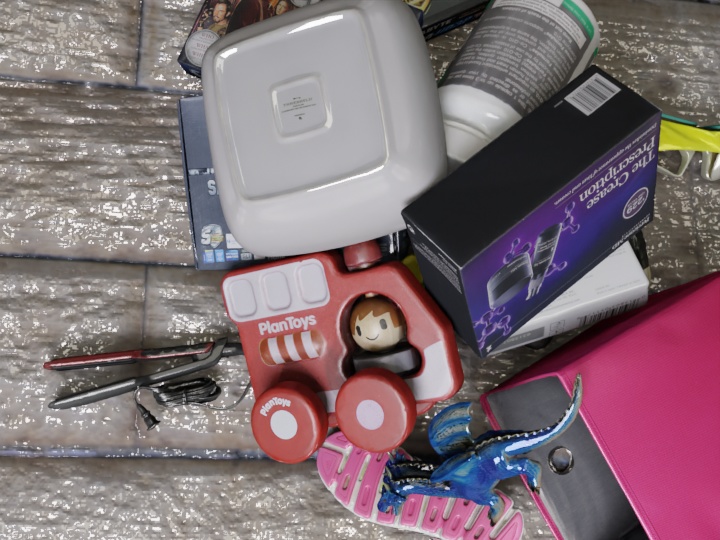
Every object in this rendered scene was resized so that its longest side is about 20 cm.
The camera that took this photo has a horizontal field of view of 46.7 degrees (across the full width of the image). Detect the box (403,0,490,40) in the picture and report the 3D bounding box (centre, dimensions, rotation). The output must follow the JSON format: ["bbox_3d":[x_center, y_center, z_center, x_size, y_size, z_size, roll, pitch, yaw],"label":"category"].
[{"bbox_3d":[0.079,-0.341,0.898,0.198,0.046,0.160,-26,85,-14],"label":"box"}]

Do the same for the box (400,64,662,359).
[{"bbox_3d":[0.142,-0.044,0.673,0.199,0.142,0.079,-37,57,-9],"label":"box"}]

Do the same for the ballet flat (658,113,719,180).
[{"bbox_3d":[0.366,-0.133,0.906,0.197,0.067,0.068,6,98,-6],"label":"ballet flat"}]

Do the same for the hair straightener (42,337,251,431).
[{"bbox_3d":[-0.184,0.108,0.765,0.197,0.041,0.078,-6,79,-16],"label":"hair straightener"}]

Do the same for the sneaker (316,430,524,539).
[{"bbox_3d":[0.053,0.209,0.767,0.198,0.088,0.074,17,73,17],"label":"sneaker"}]

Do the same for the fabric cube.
[{"bbox_3d":[0.260,0.141,0.753,0.198,0.200,0.198,-28,84,-17],"label":"fabric cube"}]

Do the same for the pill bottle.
[{"bbox_3d":[0.126,-0.153,0.750,0.112,0.113,0.201,33,70,-2],"label":"pill bottle"}]

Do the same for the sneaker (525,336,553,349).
[{"bbox_3d":[0.189,-0.010,0.837,0.066,0.091,0.202,10,65,27],"label":"sneaker"}]

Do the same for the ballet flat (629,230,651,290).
[{"bbox_3d":[0.265,-0.071,0.867,0.056,0.066,0.202,-13,82,-25],"label":"ballet flat"}]

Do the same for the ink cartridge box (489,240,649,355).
[{"bbox_3d":[0.153,-0.037,0.777,0.161,0.057,0.202,-18,58,1],"label":"ink cartridge box"}]

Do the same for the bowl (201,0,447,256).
[{"bbox_3d":[-0.037,-0.121,0.669,0.198,0.075,0.202,-12,82,12],"label":"bowl"}]

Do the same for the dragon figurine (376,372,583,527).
[{"bbox_3d":[0.088,0.145,0.661,0.099,0.200,0.059,23,42,-17],"label":"dragon figurine"}]

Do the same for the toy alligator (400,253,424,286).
[{"bbox_3d":[0.000,0.000,0.805,0.198,0.059,0.055,19,75,-4],"label":"toy alligator"}]

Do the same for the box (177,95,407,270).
[{"bbox_3d":[-0.060,-0.084,0.753,0.197,0.051,0.160,-1,99,14],"label":"box"}]

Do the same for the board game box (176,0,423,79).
[{"bbox_3d":[-0.056,-0.217,0.794,0.198,0.035,0.137,23,84,7],"label":"board game box"}]

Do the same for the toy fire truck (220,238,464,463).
[{"bbox_3d":[-0.019,0.061,0.716,0.198,0.112,0.170,-13,96,25],"label":"toy fire truck"}]
